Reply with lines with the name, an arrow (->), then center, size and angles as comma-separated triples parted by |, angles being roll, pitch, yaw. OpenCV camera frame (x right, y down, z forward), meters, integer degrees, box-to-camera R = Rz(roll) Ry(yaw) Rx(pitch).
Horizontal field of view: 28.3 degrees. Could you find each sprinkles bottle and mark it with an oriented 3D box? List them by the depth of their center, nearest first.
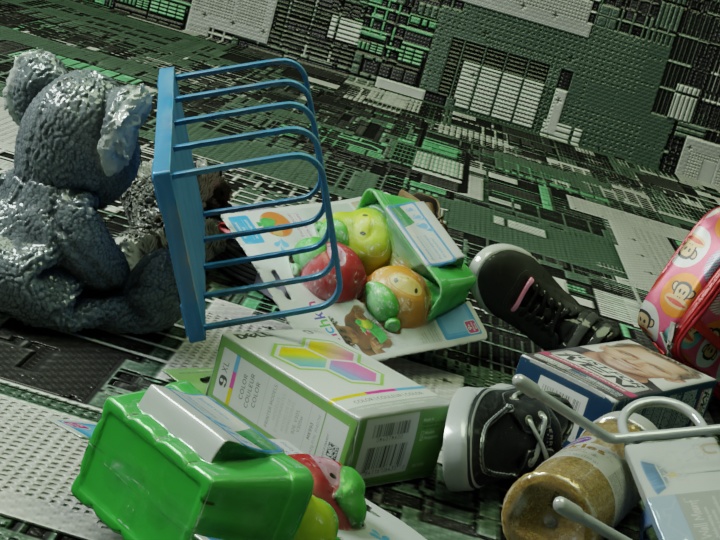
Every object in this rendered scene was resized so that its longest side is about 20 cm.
sprinkles bottle -> 0.163, 0.152, 1.012 | 0.068, 0.069, 0.200 | 21, 15, 21

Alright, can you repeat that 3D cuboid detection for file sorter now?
file sorter -> -0.086, -0.064, 1.101 | 0.122, 0.140, 0.200 | -9, 30, -2

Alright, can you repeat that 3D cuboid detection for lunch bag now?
lunch bag -> 0.358, 0.049, 1.410 | 0.200, 0.177, 0.082 | 33, 6, -46

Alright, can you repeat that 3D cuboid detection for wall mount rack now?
wall mount rack -> 0.193, 0.128, 0.933 | 0.172, 0.075, 0.201 | -4, 35, -6

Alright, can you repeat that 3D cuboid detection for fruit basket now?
fruit basket -> -0.055, 0.124, 0.828 | 0.199, 0.094, 0.185 | 7, 16, -45
fruit basket -> 0.000, 0.000, 1.275 | 0.199, 0.094, 0.186 | -3, 49, -43

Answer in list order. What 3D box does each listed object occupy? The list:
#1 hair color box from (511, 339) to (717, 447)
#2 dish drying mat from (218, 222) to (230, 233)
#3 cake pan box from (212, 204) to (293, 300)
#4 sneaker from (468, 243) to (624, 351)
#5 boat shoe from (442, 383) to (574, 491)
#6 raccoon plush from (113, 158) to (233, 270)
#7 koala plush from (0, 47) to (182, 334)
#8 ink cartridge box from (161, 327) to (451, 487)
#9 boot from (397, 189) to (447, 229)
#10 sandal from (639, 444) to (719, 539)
hair color box -> 0.222, 0.111, 1.255 | 0.100, 0.061, 0.199 | 26, 16, 34
dish drying mat -> -0.055, -0.042, 1.418 | 0.076, 0.018, 0.200 | 24, 16, 25
cake pan box -> -0.053, -0.014, 1.454 | 0.199, 0.053, 0.184 | 4, 17, -42
sneaker -> 0.185, 0.043, 1.358 | 0.200, 0.071, 0.099 | 38, -3, -42
boat shoe -> 0.114, 0.121, 1.054 | 0.067, 0.072, 0.200 | 1, 0, 22
raccoon plush -> -0.215, -0.058, 1.359 | 0.133, 0.098, 0.200 | 6, 10, 30
koala plush -> -0.233, -0.068, 1.141 | 0.177, 0.202, 0.183 | 27, 18, 37
ink cartridge box -> -0.042, 0.087, 1.049 | 0.199, 0.060, 0.103 | 27, 18, 38
boot -> 0.073, -0.038, 1.638 | 0.073, 0.076, 0.200 | 12, 16, -24
sandal -> 0.260, 0.200, 0.956 | 0.087, 0.080, 0.200 | -24, 36, -22
